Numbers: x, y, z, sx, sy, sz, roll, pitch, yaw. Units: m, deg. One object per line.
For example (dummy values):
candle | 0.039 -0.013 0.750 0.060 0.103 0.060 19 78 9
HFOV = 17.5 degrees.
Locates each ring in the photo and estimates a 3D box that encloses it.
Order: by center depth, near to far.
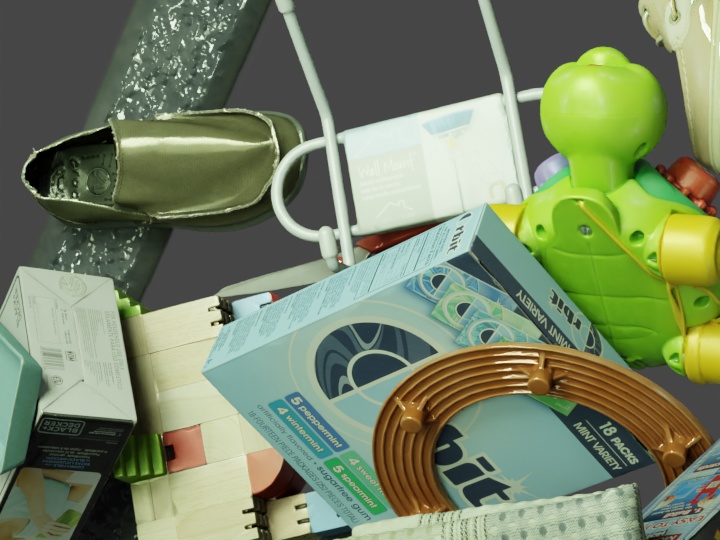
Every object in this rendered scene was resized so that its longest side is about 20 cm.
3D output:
ring | 0.102 0.117 1.277 0.200 0.019 0.201 11 134 11

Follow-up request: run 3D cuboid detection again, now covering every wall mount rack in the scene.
wall mount rack | 0.029 -0.093 1.360 0.199 0.075 0.175 -12 79 13

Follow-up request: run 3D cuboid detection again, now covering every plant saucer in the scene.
plant saucer | -0.226 0.059 1.393 0.200 0.019 0.070 -147 67 -64

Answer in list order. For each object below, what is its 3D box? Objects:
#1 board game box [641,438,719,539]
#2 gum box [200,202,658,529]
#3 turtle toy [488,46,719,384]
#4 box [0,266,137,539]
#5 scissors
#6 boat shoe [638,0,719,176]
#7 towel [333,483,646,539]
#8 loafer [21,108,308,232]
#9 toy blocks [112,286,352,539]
board game box | 0.206 0.170 1.183 0.062 0.199 0.201 -17 87 44
gum box | 0.040 0.067 1.297 0.200 0.045 0.170 -25 118 36
turtle toy | 0.140 -0.026 1.273 0.145 0.200 0.101 5 45 24
box | -0.202 0.107 1.420 0.200 0.060 0.117 -60 33 39
scissors | 0.000 0.000 1.417 0.200 0.014 0.073 -28 76 21
boat shoe | 0.192 -0.148 1.303 0.065 0.072 0.201 -6 81 35
towel | 0.063 0.211 1.136 0.199 0.034 0.193 -13 83 30
loafer | -0.126 -0.059 1.456 0.199 0.070 0.076 -9 82 26
toy blocks | -0.072 0.092 1.412 0.136 0.100 0.201 -15 74 14
